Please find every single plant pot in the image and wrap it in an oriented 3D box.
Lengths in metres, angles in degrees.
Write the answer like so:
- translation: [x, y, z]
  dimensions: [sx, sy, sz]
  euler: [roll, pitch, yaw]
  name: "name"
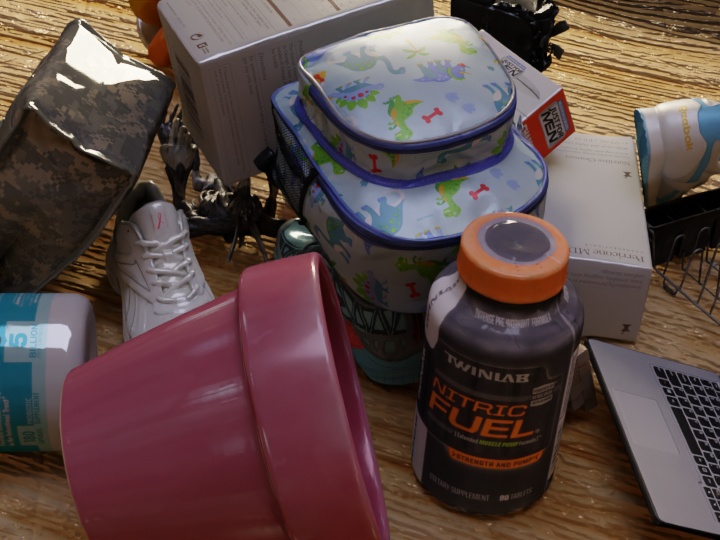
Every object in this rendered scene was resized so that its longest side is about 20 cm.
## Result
- translation: [-0.088, 0.105, 0.866]
  dimensions: [0.177, 0.201, 0.201]
  euler: [-14, 37, 3]
  name: "plant pot"

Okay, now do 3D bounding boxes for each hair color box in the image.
- translation: [0.070, -0.100, 1.139]
  dimensions: [0.200, 0.064, 0.111]
  euler: [-40, 52, -7]
  name: "hair color box"

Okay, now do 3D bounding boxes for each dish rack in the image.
- translation: [0.343, 0.005, 1.133]
  dimensions: [0.152, 0.055, 0.200]
  euler: [-16, 40, -23]
  name: "dish rack"

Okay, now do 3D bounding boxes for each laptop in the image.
- translation: [0.290, 0.093, 0.953]
  dimensions: [0.198, 0.116, 0.188]
  euler: [15, 32, -19]
  name: "laptop"

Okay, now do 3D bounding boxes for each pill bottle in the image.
- translation: [0.093, 0.061, 0.913]
  dimensions: [0.105, 0.201, 0.107]
  euler: [2, 37, -2]
  name: "pill bottle"
- translation: [-0.287, 0.072, 0.942]
  dimensions: [0.198, 0.112, 0.111]
  euler: [-1, 37, -5]
  name: "pill bottle"

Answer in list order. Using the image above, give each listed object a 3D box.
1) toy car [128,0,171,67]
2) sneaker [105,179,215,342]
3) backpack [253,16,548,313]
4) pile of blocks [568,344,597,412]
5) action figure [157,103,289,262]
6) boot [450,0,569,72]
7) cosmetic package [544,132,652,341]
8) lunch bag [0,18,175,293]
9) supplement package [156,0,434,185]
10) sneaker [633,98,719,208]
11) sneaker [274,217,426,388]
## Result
- translation: [-0.130, -0.255, 1.375]
  dimensions: [0.198, 0.175, 0.151]
  euler: [-12, 74, -21]
  name: "toy car"
- translation: [-0.158, 0.000, 1.056]
  dimensions: [0.077, 0.100, 0.200]
  euler: [-14, 40, -23]
  name: "sneaker"
- translation: [0.039, -0.078, 0.982]
  dimensions: [0.181, 0.148, 0.201]
  euler: [-17, 52, -18]
  name: "backpack"
- translation: [0.097, 0.041, 1.043]
  dimensions: [0.062, 0.082, 0.200]
  euler: [-30, 62, -18]
  name: "pile of blocks"
- translation: [-0.122, -0.090, 1.182]
  dimensions: [0.118, 0.103, 0.200]
  euler: [-5, 35, -21]
  name: "action figure"
- translation: [0.094, -0.201, 1.295]
  dimensions: [0.197, 0.164, 0.073]
  euler: [19, 37, 19]
  name: "boot"
- translation: [0.182, -0.035, 1.150]
  dimensions: [0.112, 0.082, 0.201]
  euler: [5, 36, 0]
  name: "cosmetic package"
- translation: [-0.251, -0.073, 1.075]
  dimensions: [0.117, 0.200, 0.165]
  euler: [32, 31, -15]
  name: "lunch bag"
- translation: [-0.047, -0.173, 1.094]
  dimensions: [0.198, 0.118, 0.117]
  euler: [-20, 39, -14]
  name: "supplement package"
- translation: [0.284, -0.099, 1.182]
  dimensions: [0.080, 0.077, 0.200]
  euler: [-9, -7, 10]
  name: "sneaker"
- translation: [0.000, 0.000, 1.074]
  dimensions: [0.079, 0.096, 0.200]
  euler: [-22, 44, -29]
  name: "sneaker"
